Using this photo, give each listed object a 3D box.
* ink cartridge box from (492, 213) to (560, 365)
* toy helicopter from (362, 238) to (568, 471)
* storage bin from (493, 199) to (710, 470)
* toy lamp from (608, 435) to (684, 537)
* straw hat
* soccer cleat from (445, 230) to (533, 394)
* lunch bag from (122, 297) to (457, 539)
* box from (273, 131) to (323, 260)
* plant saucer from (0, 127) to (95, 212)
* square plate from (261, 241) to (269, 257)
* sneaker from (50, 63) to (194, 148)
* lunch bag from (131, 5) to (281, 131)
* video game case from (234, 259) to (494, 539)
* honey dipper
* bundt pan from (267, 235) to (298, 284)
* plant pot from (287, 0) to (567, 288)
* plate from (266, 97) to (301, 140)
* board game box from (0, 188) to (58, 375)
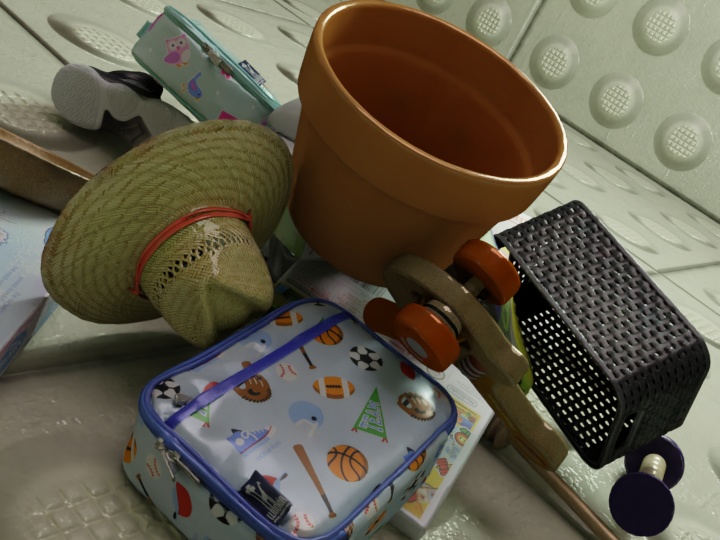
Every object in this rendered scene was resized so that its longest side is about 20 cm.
[{"bbox_3d":[0.168,0.004,0.988,0.116,0.068,0.201,27,50,-4],"label":"ink cartridge box"},{"bbox_3d":[0.080,0.068,0.643,0.201,0.079,0.132,52,-19,-21],"label":"toy helicopter"},{"bbox_3d":[0.200,0.054,0.808,0.093,0.136,0.201,-23,54,-15],"label":"storage bin"},{"bbox_3d":[0.257,0.183,0.808,0.058,0.059,0.200,36,14,19],"label":"toy lamp"},{"bbox_3d":[-0.102,0.003,0.602,0.200,0.201,0.085,-1,48,-52],"label":"straw hat"},{"bbox_3d":[0.120,0.042,0.798,0.064,0.084,0.201,7,-36,31],"label":"soccer cleat"},{"bbox_3d":[-0.044,0.100,0.570,0.160,0.076,0.199,39,36,19],"label":"lunch bag"},{"bbox_3d":[-0.039,-0.072,0.802,0.143,0.037,0.200,-3,30,-36],"label":"box"},{"bbox_3d":[-0.281,-0.089,0.724,0.199,0.036,0.200,27,0,0],"label":"plant saucer"},{"bbox_3d":[-0.046,-0.050,1.010,0.197,0.029,0.200,18,24,-28],"label":"square plate"},{"bbox_3d":[-0.221,-0.160,0.971,0.199,0.076,0.114,31,19,1],"label":"sneaker"},{"bbox_3d":[-0.155,-0.195,0.947,0.160,0.077,0.200,45,0,-4],"label":"lunch bag"},{"bbox_3d":[0.004,0.078,0.694,0.199,0.023,0.182,33,47,9],"label":"video game case"},{"bbox_3d":[0.164,0.175,0.759,0.038,0.038,0.200,1,36,-50],"label":"honey dipper"},{"bbox_3d":[0.000,0.000,0.854,0.200,0.076,0.203,17,35,-12],"label":"bundt pan"},{"bbox_3d":[0.031,-0.082,0.672,0.198,0.141,0.201,19,39,-16],"label":"plant pot"},{"bbox_3d":[0.043,-0.149,0.873,0.199,0.033,0.199,32,46,31],"label":"plate"},{"bbox_3d":[-0.297,-0.016,0.596,0.198,0.044,0.200,26,21,-8],"label":"board game box"}]
